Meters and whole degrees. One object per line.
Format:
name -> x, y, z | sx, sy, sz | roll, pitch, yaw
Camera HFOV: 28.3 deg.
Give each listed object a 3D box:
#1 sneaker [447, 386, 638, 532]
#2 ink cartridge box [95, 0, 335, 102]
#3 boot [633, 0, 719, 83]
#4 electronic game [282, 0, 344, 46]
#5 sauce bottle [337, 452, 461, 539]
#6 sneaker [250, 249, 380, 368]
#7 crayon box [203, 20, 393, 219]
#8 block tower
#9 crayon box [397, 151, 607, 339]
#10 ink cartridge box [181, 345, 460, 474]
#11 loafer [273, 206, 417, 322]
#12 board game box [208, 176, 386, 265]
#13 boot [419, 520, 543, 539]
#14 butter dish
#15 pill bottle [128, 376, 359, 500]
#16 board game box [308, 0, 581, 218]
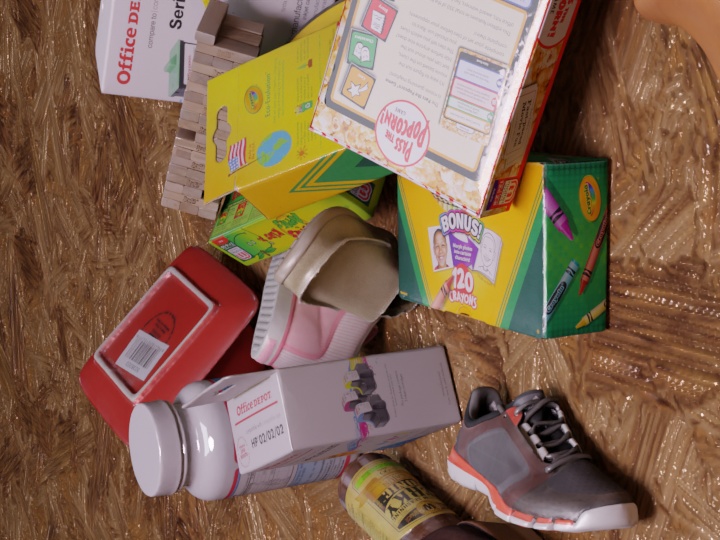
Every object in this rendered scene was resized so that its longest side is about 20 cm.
sneaker -> 0.123, 0.129, 1.013 | 0.199, 0.076, 0.083 | 17, 103, 59
ink cartridge box -> -0.131, -0.228, 1.279 | 0.084, 0.197, 0.146 | -107, 26, -54
boot -> 0.219, -0.098, 0.795 | 0.199, 0.073, 0.157 | 20, 116, 62
electronic game -> -0.021, -0.148, 1.168 | 0.198, 0.042, 0.202 | -25, 45, 28
sauce bottle -> 0.051, 0.217, 1.172 | 0.199, 0.064, 0.066 | 33, 123, 54
sneaker -> -0.032, 0.018, 1.296 | 0.076, 0.103, 0.202 | 122, 164, -44
crayon box -> -0.028, -0.122, 1.093 | 0.198, 0.051, 0.129 | -18, 54, 25
block tower -> -0.130, -0.134, 1.252 | 0.054, 0.057, 0.202 | -79, 5, -49
crayon box -> 0.099, -0.027, 1.042 | 0.199, 0.058, 0.121 | 15, 108, 61
ink cartridge box -> -0.033, 0.117, 1.167 | 0.115, 0.197, 0.069 | -35, 65, 59
loafer -> 0.000, 0.000, 1.135 | 0.068, 0.199, 0.076 | 41, 106, 19
board game box -> -0.050, -0.078, 1.247 | 0.199, 0.047, 0.103 | -18, 47, 52
boot -> 0.092, 0.238, 0.987 | 0.199, 0.164, 0.073 | 28, 120, 57
butter dish -> -0.172, 0.105, 1.503 | 0.200, 0.148, 0.200 | -48, 35, -6
pill bottle -> -0.106, 0.150, 1.310 | 0.108, 0.197, 0.111 | 16, 108, 60
board game box -> 0.059, -0.159, 0.944 | 0.150, 0.046, 0.202 | 29, 114, 27
